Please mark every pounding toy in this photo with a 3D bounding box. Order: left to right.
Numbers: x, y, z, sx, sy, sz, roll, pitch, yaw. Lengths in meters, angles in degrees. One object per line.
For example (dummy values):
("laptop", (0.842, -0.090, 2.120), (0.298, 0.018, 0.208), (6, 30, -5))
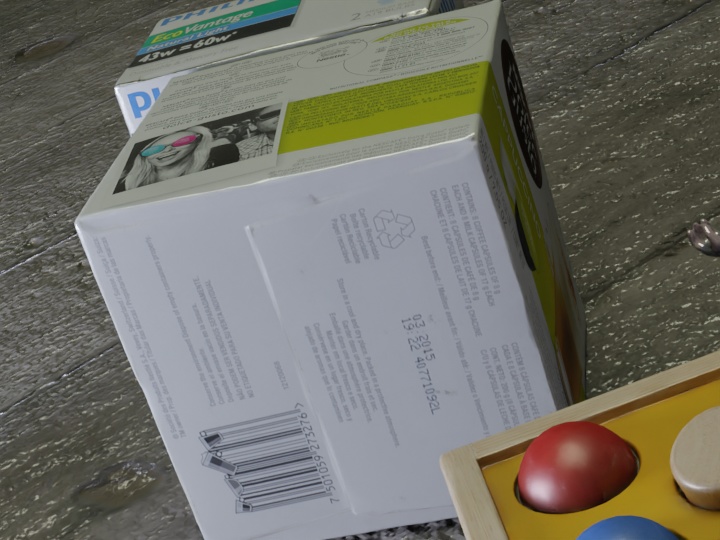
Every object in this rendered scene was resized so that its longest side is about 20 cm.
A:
("pounding toy", (0.141, 0.091, 0.665), (0.199, 0.143, 0.184), (-21, 24, 0))

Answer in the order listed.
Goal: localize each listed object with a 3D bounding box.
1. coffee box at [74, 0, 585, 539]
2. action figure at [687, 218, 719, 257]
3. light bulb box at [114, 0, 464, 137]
("coffee box", (0.000, 0.000, 0.897), (0.199, 0.201, 0.198), (-12, 24, 14))
("action figure", (0.261, 0.010, 0.852), (0.200, 0.149, 0.134), (-42, 16, -7))
("light bulb box", (-0.018, -0.065, 1.050), (0.197, 0.201, 0.125), (-12, 24, 14))
